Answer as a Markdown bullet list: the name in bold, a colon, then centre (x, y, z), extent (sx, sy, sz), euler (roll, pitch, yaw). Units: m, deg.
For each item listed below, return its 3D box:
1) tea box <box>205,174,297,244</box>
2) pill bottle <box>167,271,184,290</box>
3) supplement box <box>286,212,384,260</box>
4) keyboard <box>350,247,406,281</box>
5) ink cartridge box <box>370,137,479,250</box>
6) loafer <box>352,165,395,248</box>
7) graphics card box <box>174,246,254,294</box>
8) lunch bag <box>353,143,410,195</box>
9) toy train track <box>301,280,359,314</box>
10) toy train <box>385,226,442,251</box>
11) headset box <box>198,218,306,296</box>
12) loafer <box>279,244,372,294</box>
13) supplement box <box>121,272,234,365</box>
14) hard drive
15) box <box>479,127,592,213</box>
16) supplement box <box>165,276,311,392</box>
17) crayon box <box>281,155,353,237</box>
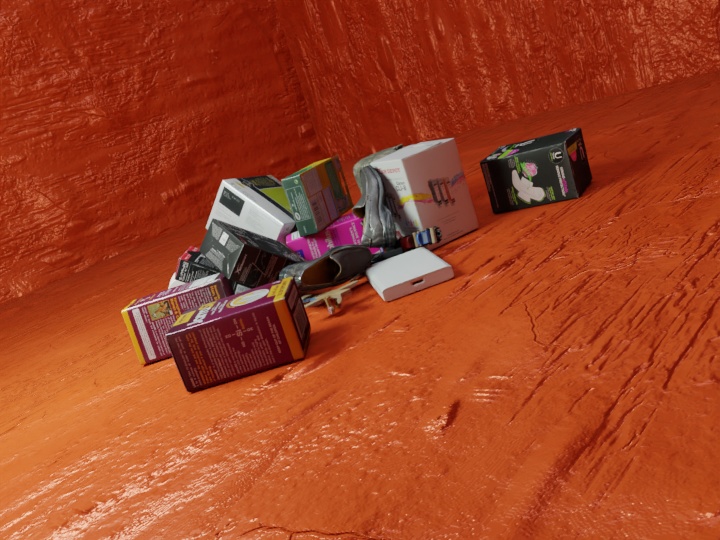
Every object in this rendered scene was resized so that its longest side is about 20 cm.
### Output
- **tea box**: centre (-0.218, -0.116, 1.794), extent (0.199, 0.135, 0.196), euler (35, 26, 21)
- **pill bottle**: centre (-0.363, 0.033, 1.695), extent (0.112, 0.116, 0.200), euler (-17, 13, 3)
- **supplement box**: centre (-0.055, -0.054, 1.655), extent (0.197, 0.103, 0.103), euler (-19, 13, 0)
- **keyboard**: centre (0.000, 0.000, 1.545), extent (0.197, 0.040, 0.104), euler (-16, -10, 14)
- **ink cartridge box**: centre (0.135, -0.162, 1.615), extent (0.143, 0.203, 0.145), euler (-23, 14, -24)
- **loafer**: centre (0.018, -0.134, 1.557), extent (0.071, 0.073, 0.202), euler (-9, 54, -7)
- **graphics card box**: centre (-0.273, 0.013, 1.564), extent (0.197, 0.052, 0.126), euler (18, 12, -6)
- **lunch bag**: centre (0.094, -0.197, 1.834), extent (0.138, 0.203, 0.167), euler (-26, 11, -22)
- **toy train track**: centre (-0.067, 0.058, 1.377), extent (0.114, 0.033, 0.199), euler (-26, 7, -27)
- **toy train**: centre (0.103, -0.059, 1.537), extent (0.045, 0.035, 0.199), euler (-11, -2, -27)
- **headset box**: centre (-0.196, -0.019, 1.499), extent (0.198, 0.078, 0.148), euler (20, 10, -42)
- **loafer**: centre (-0.052, 0.000, 1.421), extent (0.198, 0.074, 0.072), euler (-24, 11, -30)
- **supplement box**: centre (-0.332, 0.088, 1.433), extent (0.197, 0.112, 0.086), euler (-17, 12, 2)
- **hard drive**: centre (0.084, 0.004, 1.398), extent (0.130, 0.027, 0.200), euler (-20, 14, -5)
- **box**: centre (0.390, -0.221, 1.675), extent (0.197, 0.126, 0.148), euler (-8, 17, 33)
- **supplement box**: centre (-0.189, 0.099, 1.210), extent (0.197, 0.105, 0.131), euler (-18, 14, 5)
- **crayon box**: centre (-0.090, -0.165, 1.647), extent (0.051, 0.128, 0.200), euler (-11, 15, 27)
